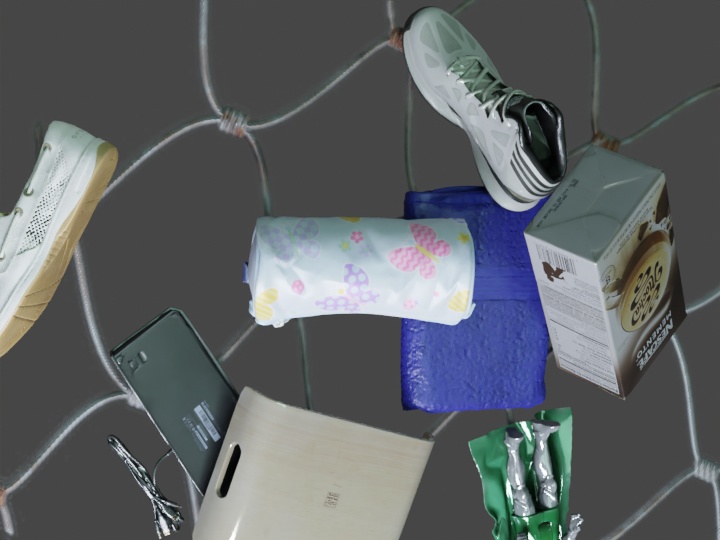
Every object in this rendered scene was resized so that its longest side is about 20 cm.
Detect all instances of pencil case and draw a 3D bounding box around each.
[{"bbox_3d":[0.000,0.000,1.330,0.197,0.083,0.092,-1,78,-7],"label":"pencil case"}]

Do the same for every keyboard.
[{"bbox_3d":[-0.153,0.145,1.345,0.127,0.021,0.201,-38,107,-21],"label":"keyboard"}]

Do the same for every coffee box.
[{"bbox_3d":[0.221,0.004,1.390,0.113,0.079,0.201,-50,144,-22],"label":"coffee box"}]

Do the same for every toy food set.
[{"bbox_3d":[-0.038,0.190,1.373,0.198,0.060,0.145,17,97,-30],"label":"toy food set"}]

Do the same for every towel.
[{"bbox_3d":[0.102,0.025,1.423,0.146,0.049,0.203,0,94,-19],"label":"towel"}]

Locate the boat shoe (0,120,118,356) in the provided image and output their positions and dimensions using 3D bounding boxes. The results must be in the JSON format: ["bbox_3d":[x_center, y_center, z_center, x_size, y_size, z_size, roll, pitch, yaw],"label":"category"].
[{"bbox_3d":[-0.268,-0.025,1.259,0.069,0.071,0.202,29,92,4],"label":"boat shoe"}]

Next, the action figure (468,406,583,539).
[{"bbox_3d":[0.166,0.241,1.471,0.117,0.055,0.203,-14,105,-23],"label":"action figure"}]

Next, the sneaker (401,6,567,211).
[{"bbox_3d":[0.119,-0.155,1.352,0.075,0.115,0.202,-33,90,-23],"label":"sneaker"}]
